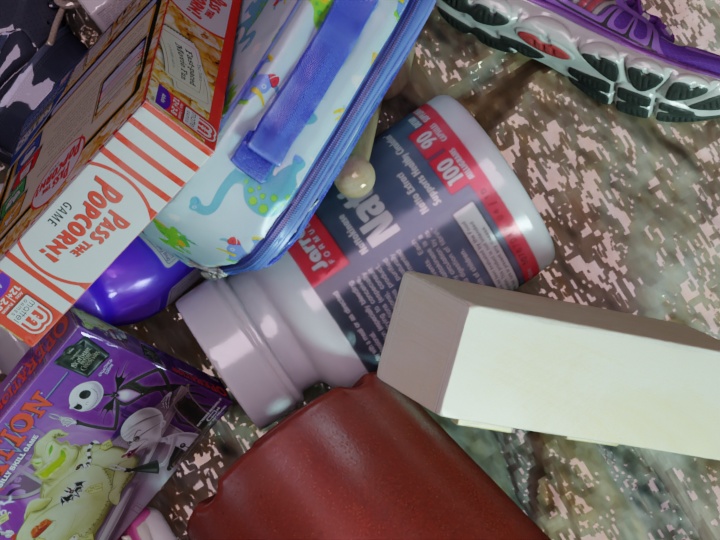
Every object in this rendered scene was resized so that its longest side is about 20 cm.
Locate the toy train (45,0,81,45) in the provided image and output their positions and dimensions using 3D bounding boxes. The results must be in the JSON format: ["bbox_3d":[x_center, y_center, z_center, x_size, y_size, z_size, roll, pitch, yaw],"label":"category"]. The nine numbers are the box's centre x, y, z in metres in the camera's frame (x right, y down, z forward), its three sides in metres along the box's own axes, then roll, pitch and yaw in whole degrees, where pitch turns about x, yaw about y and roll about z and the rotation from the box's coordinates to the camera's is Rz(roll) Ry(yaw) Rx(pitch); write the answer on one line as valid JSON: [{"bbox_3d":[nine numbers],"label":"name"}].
[{"bbox_3d":[-0.113,-0.222,1.273,0.085,0.116,0.200,34,58,-21],"label":"toy train"}]

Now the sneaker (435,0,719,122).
[{"bbox_3d":[0.142,-0.155,1.310,0.200,0.081,0.084,28,79,6],"label":"sneaker"}]

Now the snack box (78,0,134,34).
[{"bbox_3d":[-0.068,-0.196,1.263,0.200,0.072,0.024,-37,61,-1],"label":"snack box"}]

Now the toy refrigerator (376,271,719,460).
[{"bbox_3d":[0.116,0.057,1.230,0.200,0.076,0.070,11,99,-31],"label":"toy refrigerator"}]

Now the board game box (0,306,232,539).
[{"bbox_3d":[-0.178,0.120,1.241,0.120,0.032,0.200,31,106,-35],"label":"board game box"}]

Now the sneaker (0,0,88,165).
[{"bbox_3d":[-0.179,-0.157,1.328,0.146,0.077,0.202,34,77,-2],"label":"sneaker"}]

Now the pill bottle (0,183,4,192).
[{"bbox_3d":[-0.300,0.001,1.291,0.200,0.111,0.111,-7,82,2],"label":"pill bottle"}]

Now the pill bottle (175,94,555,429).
[{"bbox_3d":[0.000,0.000,1.273,0.200,0.120,0.120,-34,83,-3],"label":"pill bottle"}]

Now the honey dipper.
[{"bbox_3d":[0.006,-0.093,1.252,0.038,0.200,0.038,2,117,4],"label":"honey dipper"}]

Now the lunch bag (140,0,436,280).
[{"bbox_3d":[-0.045,-0.092,1.189,0.082,0.161,0.200,34,77,-14],"label":"lunch bag"}]

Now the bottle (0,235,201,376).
[{"bbox_3d":[-0.136,-0.013,1.270,0.084,0.065,0.200,39,58,13],"label":"bottle"}]

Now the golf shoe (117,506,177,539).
[{"bbox_3d":[-0.082,0.225,1.283,0.091,0.075,0.200,-16,74,-30],"label":"golf shoe"}]

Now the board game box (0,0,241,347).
[{"bbox_3d":[-0.132,-0.071,1.165,0.046,0.200,0.151,37,116,-18],"label":"board game box"}]

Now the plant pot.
[{"bbox_3d":[0.017,0.175,1.223,0.201,0.201,0.195,-39,75,-3],"label":"plant pot"}]
